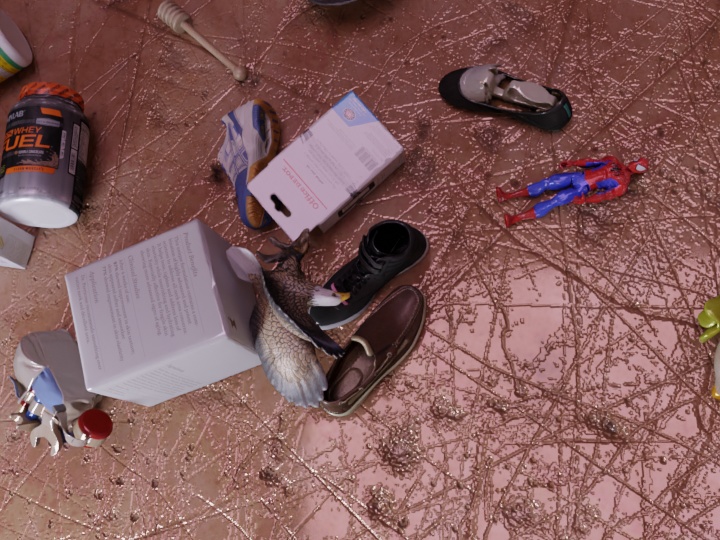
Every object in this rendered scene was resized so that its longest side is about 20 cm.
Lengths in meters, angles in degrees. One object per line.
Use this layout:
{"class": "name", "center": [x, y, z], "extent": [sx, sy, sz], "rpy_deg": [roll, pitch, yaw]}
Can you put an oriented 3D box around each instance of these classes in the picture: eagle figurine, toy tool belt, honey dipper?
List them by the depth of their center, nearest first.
{"class": "eagle figurine", "center": [-0.085, 0.050, 0.985], "extent": [0.150, 0.152, 0.201], "rpy_deg": [-20, 50, 27]}
{"class": "toy tool belt", "center": [-0.420, 0.188, 1.092], "extent": [0.200, 0.124, 0.123], "rpy_deg": [50, 120, 25]}
{"class": "honey dipper", "center": [-0.250, -0.368, 1.258], "extent": [0.200, 0.038, 0.038], "rpy_deg": [41, 85, 19]}

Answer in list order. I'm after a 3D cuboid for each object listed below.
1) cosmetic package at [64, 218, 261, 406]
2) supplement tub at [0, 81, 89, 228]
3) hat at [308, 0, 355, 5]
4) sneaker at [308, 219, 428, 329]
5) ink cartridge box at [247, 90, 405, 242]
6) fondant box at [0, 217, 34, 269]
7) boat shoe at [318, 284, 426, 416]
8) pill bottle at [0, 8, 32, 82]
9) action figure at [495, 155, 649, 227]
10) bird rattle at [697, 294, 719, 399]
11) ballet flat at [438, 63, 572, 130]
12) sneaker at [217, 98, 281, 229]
{"class": "cosmetic package", "center": [-0.252, 0.064, 1.050], "extent": [0.198, 0.166, 0.169], "rpy_deg": [-21, 69, 7]}
{"class": "supplement tub", "center": [-0.484, -0.177, 1.206], "extent": [0.121, 0.123, 0.202], "rpy_deg": [-5, 71, 12]}
{"class": "hat", "center": [-0.006, -0.476, 1.210], "extent": [0.199, 0.081, 0.203], "rpy_deg": [-7, 70, 20]}
{"class": "sneaker", "center": [0.000, 0.000, 1.045], "extent": [0.199, 0.099, 0.071], "rpy_deg": [-38, 70, 1]}
{"class": "ink cartridge box", "center": [-0.048, -0.138, 1.105], "extent": [0.200, 0.068, 0.116], "rpy_deg": [-41, 82, -2]}
{"class": "fondant box", "center": [-0.626, -0.060, 1.191], "extent": [0.198, 0.144, 0.059], "rpy_deg": [6, 73, 15]}
{"class": "boat shoe", "center": [0.017, 0.102, 1.021], "extent": [0.074, 0.075, 0.203], "rpy_deg": [31, 82, 20]}
{"class": "pill bottle", "center": [-0.664, -0.346, 1.308], "extent": [0.199, 0.113, 0.113], "rpy_deg": [-30, 68, 3]}
{"class": "action figure", "center": [0.284, -0.113, 1.042], "extent": [0.198, 0.052, 0.066], "rpy_deg": [-16, 66, 6]}
{"class": "bird rattle", "center": [0.489, 0.094, 0.902], "extent": [0.198, 0.112, 0.165], "rpy_deg": [15, 99, 24]}
{"class": "ballet flat", "center": [0.200, -0.253, 1.093], "extent": [0.198, 0.068, 0.068], "rpy_deg": [19, 78, 19]}
{"class": "sneaker", "center": [-0.167, -0.150, 1.159], "extent": [0.087, 0.075, 0.202], "rpy_deg": [-11, 67, 28]}
